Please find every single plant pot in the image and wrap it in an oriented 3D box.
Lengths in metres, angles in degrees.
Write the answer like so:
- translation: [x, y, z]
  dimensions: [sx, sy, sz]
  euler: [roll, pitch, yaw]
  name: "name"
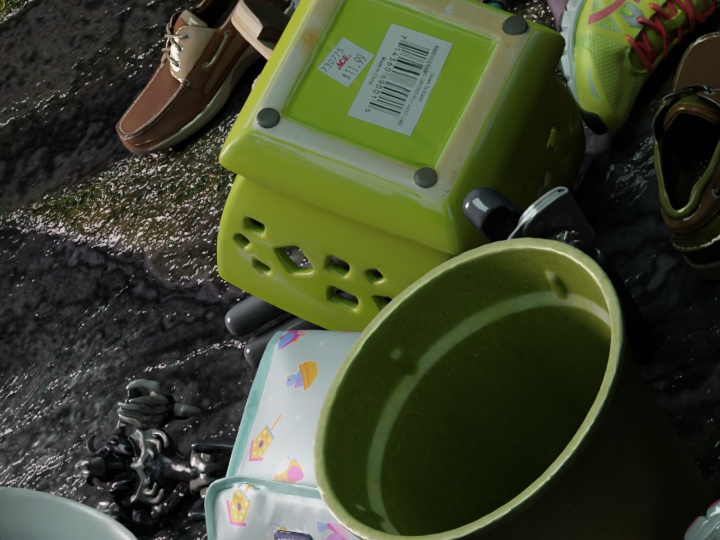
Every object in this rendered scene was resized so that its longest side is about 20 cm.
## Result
- translation: [0.025, -0.078, 1.620]
  dimensions: [0.198, 0.182, 0.201]
  euler: [21, 66, 14]
  name: "plant pot"
- translation: [0.106, 0.116, 1.420]
  dimensions: [0.200, 0.184, 0.201]
  euler: [-24, 42, 24]
  name: "plant pot"

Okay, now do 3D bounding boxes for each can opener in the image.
- translation: [0.122, -0.003, 1.509]
  dimensions: [0.053, 0.200, 0.066]
  euler: [-44, 58, -1]
  name: "can opener"
- translation: [0.000, 0.000, 1.756]
  dimensions: [0.199, 0.054, 0.067]
  euler: [-29, 7, 20]
  name: "can opener"

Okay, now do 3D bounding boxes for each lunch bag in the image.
- translation: [-0.001, 0.145, 1.547]
  dimensions: [0.170, 0.122, 0.201]
  euler: [3, 64, 44]
  name: "lunch bag"

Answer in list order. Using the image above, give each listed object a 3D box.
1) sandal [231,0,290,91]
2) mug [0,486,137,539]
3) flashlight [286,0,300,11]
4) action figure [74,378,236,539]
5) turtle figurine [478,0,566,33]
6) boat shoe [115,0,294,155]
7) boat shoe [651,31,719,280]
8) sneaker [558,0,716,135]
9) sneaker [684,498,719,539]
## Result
- translation: [-0.052, -0.131, 1.912]
  dimensions: [0.070, 0.077, 0.212]
  euler: [-61, 37, 19]
  name: "sandal"
- translation: [-0.204, 0.258, 1.602]
  dimensions: [0.199, 0.148, 0.176]
  euler: [20, 108, 17]
  name: "mug"
- translation: [0.034, -0.254, 1.941]
  dimensions: [0.200, 0.068, 0.068]
  euler: [-41, 63, 3]
  name: "flashlight"
- translation: [-0.135, 0.133, 1.693]
  dimensions: [0.199, 0.102, 0.120]
  euler: [0, 82, 39]
  name: "action figure"
- translation: [0.110, -0.233, 1.829]
  dimensions: [0.149, 0.101, 0.201]
  euler: [-28, 45, 20]
  name: "turtle figurine"
- translation: [-0.129, -0.180, 2.015]
  dimensions: [0.200, 0.072, 0.076]
  euler: [-47, 37, -4]
  name: "boat shoe"
- translation: [0.225, -0.091, 1.602]
  dimensions: [0.072, 0.068, 0.201]
  euler: [-24, 40, 27]
  name: "boat shoe"
- translation: [0.199, -0.180, 1.709]
  dimensions: [0.090, 0.078, 0.201]
  euler: [1, 57, 35]
  name: "sneaker"
- translation: [0.199, 0.200, 1.348]
  dimensions: [0.200, 0.081, 0.088]
  euler: [-50, 38, 6]
  name: "sneaker"
